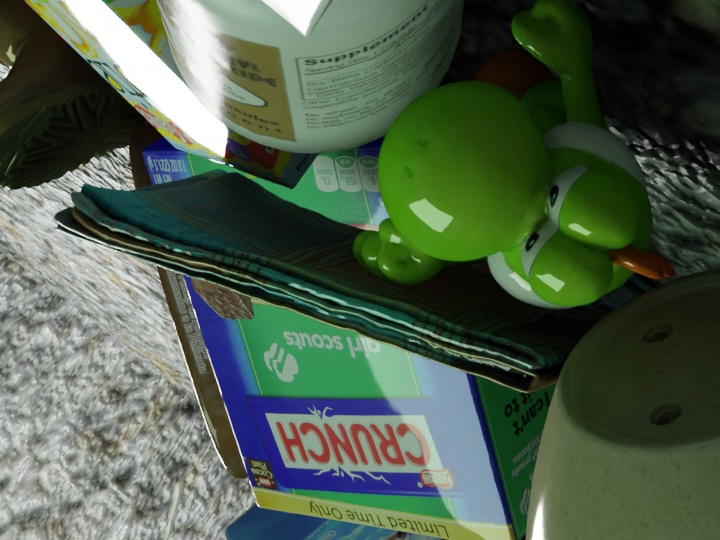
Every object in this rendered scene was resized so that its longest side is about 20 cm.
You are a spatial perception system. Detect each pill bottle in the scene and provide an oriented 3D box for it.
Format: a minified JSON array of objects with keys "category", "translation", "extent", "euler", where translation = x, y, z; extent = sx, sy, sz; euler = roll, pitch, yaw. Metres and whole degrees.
[{"category":"pill bottle","translation":[-0.020,-0.122,0.715],"extent":[0.114,0.115,0.200],"euler":[35,169,10]}]

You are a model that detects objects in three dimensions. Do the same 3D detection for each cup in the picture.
[{"category":"cup","translation":[0.138,0.086,0.748],"extent":[0.200,0.200,0.144],"euler":[23,143,52]}]

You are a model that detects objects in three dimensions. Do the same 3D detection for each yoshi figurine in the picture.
[{"category":"yoshi figurine","translation":[0.047,-0.040,0.781],"extent":[0.200,0.111,0.114],"euler":[-114,14,-79]}]

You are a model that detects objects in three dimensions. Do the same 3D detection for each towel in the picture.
[{"category":"towel","translation":[0.000,0.000,0.830],"extent":[0.198,0.022,0.146],"euler":[19,-168,20]}]

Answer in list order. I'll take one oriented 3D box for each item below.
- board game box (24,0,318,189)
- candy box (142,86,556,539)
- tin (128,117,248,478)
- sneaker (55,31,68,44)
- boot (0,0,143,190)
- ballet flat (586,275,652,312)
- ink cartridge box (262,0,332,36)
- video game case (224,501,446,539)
[{"category":"board game box","translation":[-0.084,-0.141,0.867],"extent":[0.200,0.105,0.103],"euler":[44,166,-35]},{"category":"candy box","translation":[0.003,0.020,1.005],"extent":[0.168,0.077,0.202],"euler":[2,119,41]},{"category":"tin","translation":[-0.078,0.013,1.121],"extent":[0.112,0.041,0.202],"euler":[-111,5,-80]},{"category":"sneaker","translation":[-0.115,-0.131,1.084],"extent":[0.200,0.077,0.073],"euler":[42,167,-29]},{"category":"boot","translation":[-0.203,-0.138,1.117],"extent":[0.200,0.066,0.175],"euler":[45,-155,12]},{"category":"ballet flat","translation":[0.058,-0.010,1.056],"extent":[0.199,0.074,0.074],"euler":[36,169,8]},{"category":"ink cartridge box","translation":[-0.027,-0.164,0.531],"extent":[0.199,0.126,0.129],"euler":[38,169,-4]},{"category":"video game case","translation":[0.056,0.122,1.169],"extent":[0.181,0.200,0.046],"euler":[26,-151,-47]}]
